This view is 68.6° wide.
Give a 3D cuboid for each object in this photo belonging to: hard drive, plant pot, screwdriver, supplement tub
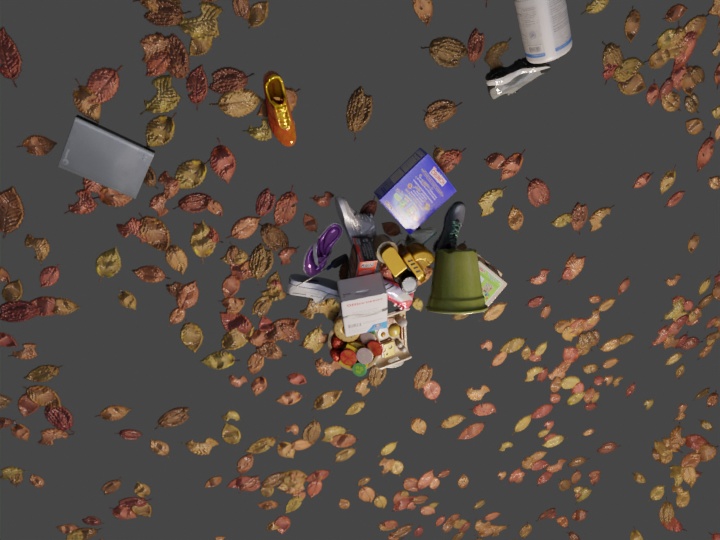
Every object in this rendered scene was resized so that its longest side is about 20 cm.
[{"bbox_3d":[-0.655,-0.290,1.366,0.197,0.033,0.141,23,110,-27],"label":"hard drive"},{"bbox_3d":[0.300,0.027,1.656,0.196,0.200,0.189,-3,96,-16],"label":"plant pot"},{"bbox_3d":[-0.119,0.006,1.678,0.199,0.028,0.029,-36,87,-19],"label":"screwdriver"},{"bbox_3d":[0.502,-0.693,1.452,0.130,0.133,0.202,-27,124,-1],"label":"supplement tub"}]

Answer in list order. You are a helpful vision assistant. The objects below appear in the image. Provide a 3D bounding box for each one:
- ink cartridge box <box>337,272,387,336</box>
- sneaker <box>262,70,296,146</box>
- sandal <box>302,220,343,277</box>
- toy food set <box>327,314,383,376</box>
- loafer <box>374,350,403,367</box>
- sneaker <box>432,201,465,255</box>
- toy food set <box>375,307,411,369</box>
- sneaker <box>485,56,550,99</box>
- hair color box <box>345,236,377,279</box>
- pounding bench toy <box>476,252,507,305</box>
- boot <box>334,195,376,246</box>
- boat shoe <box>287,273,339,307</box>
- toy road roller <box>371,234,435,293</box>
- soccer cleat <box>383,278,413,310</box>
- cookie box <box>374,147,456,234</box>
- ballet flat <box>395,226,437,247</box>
[{"bbox_3d":[0.008,0.108,1.648,0.141,0.085,0.202,-11,144,-6],"label":"ink cartridge box"},{"bbox_3d":[-0.218,-0.422,1.407,0.072,0.077,0.203,-21,124,-7],"label":"sneaker"},{"bbox_3d":[-0.121,-0.063,1.657,0.081,0.050,0.205,19,111,-26],"label":"sandal"},{"bbox_3d":[-0.021,0.260,1.827,0.195,0.049,0.203,26,110,4],"label":"toy food set"},{"bbox_3d":[0.063,0.316,1.935,0.196,0.063,0.074,6,84,-24],"label":"loafer"},{"bbox_3d":[0.308,-0.122,1.739,0.073,0.088,0.203,8,116,-22],"label":"sneaker"},{"bbox_3d":[0.117,0.240,1.870,0.141,0.060,0.204,-16,114,-25],"label":"toy food set"},{"bbox_3d":[0.462,-0.567,1.553,0.196,0.075,0.080,-19,132,1],"label":"sneaker"},{"bbox_3d":[0.000,0.000,1.665,0.060,0.103,0.202,-4,140,-15],"label":"hair color box"},{"bbox_3d":[0.379,0.011,1.811,0.199,0.156,0.125,38,106,-3],"label":"pounding bench toy"},{"bbox_3d":[-0.010,-0.162,1.633,0.094,0.074,0.202,-28,132,-8],"label":"boot"},{"bbox_3d":[-0.143,0.075,1.715,0.198,0.075,0.088,10,115,-20],"label":"boat shoe"},{"bbox_3d":[0.140,-0.044,1.648,0.145,0.123,0.201,-38,113,2],"label":"toy road roller"},{"bbox_3d":[0.100,0.063,1.802,0.198,0.066,0.078,34,74,-25],"label":"soccer cleat"},{"bbox_3d":[0.170,-0.244,1.633,0.199,0.076,0.171,-42,122,8],"label":"cookie box"},{"bbox_3d":[0.160,-0.088,1.728,0.199,0.072,0.072,-40,123,7],"label":"ballet flat"}]
